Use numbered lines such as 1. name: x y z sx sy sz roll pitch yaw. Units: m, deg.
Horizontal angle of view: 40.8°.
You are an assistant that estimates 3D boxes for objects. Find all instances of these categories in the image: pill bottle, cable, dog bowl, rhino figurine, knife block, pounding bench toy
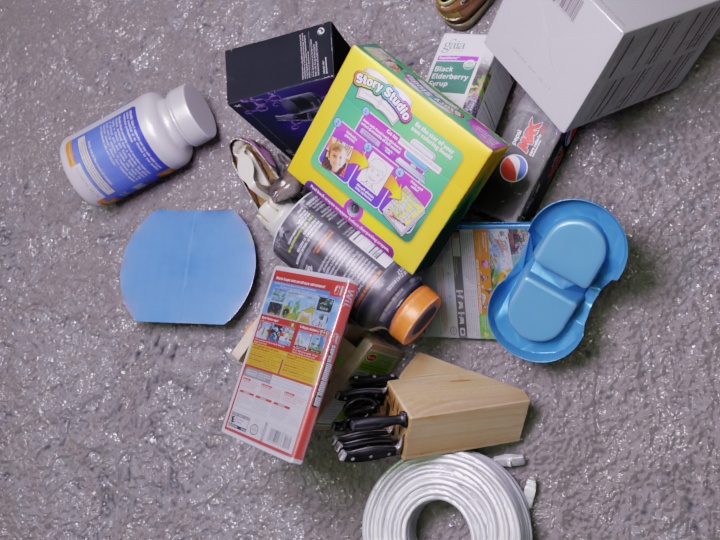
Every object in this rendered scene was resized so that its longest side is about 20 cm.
1. pill bottle: -0.305 -0.177 1.343 0.199 0.112 0.113 -24 73 15
2. cable: 0.099 0.306 1.123 0.199 0.069 0.201 1 80 21
3. dog bowl: 0.222 0.007 1.087 0.111 0.050 0.201 29 115 9
4. rhino figurine: -0.036 -0.118 1.239 0.199 0.060 0.088 -4 65 4
5. pill bottle: 0.000 0.000 1.146 0.200 0.106 0.106 40 95 17
6. knife block: 0.072 0.174 1.095 0.199 0.176 0.064 19 123 18
7. pounding bench toy: -0.069 0.092 1.156 0.156 0.200 0.124 39 95 21

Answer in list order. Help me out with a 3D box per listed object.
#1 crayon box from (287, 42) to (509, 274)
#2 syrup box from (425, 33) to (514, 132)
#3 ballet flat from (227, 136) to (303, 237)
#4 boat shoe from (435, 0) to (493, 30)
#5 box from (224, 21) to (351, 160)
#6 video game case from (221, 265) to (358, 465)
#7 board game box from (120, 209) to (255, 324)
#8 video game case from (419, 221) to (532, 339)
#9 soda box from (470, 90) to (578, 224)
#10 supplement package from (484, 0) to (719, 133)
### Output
1. crayon box: 0.038 -0.126 1.085 0.200 0.058 0.173 40 118 16
2. syrup box: 0.116 -0.186 1.170 0.078 0.081 0.201 10 67 29
3. ballet flat: -0.121 -0.099 1.280 0.069 0.071 0.200 -41 69 16
4. boat shoe: 0.167 -0.402 1.230 0.072 0.068 0.201 31 91 25
5. box: -0.061 -0.215 1.207 0.140 0.200 0.079 -8 72 20
6. video game case: -0.080 0.098 1.060 0.143 0.017 0.201 9 80 51
7. board game box: -0.230 -0.002 1.324 0.199 0.039 0.159 1 75 16
8. video game case: 0.148 0.013 1.155 0.199 0.018 0.144 1 107 21
9. soda box: 0.208 -0.148 1.170 0.071 0.063 0.201 27 90 23
10. supplement package: 0.277 -0.280 1.072 0.199 0.151 0.152 -24 66 -29
